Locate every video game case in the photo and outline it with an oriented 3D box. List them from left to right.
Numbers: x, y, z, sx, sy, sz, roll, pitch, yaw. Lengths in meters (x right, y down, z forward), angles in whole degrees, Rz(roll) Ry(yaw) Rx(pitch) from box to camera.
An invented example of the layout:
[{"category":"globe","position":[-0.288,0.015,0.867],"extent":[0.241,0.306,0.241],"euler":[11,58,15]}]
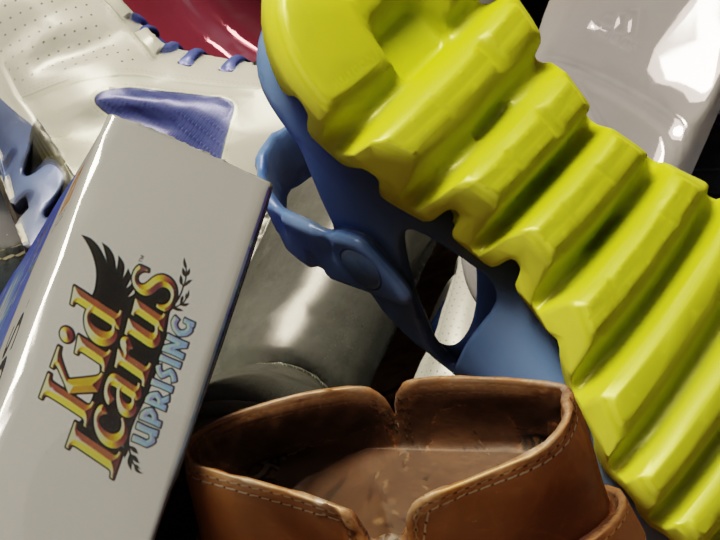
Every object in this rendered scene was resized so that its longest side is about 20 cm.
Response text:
[{"category":"video game case","position":[-0.095,0.084,0.595],"extent":[0.200,0.045,0.182],"euler":[-47,23,60]}]

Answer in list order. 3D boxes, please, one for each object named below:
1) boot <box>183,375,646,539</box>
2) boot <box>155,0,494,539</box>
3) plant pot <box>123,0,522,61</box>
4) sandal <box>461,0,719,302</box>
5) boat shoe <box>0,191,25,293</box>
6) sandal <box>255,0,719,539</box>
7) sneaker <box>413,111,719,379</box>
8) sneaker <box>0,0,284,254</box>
[{"category":"boot","position":[-0.017,0.101,0.580],"extent":[0.199,0.155,0.074],"euler":[-16,36,8]},{"category":"boot","position":[-0.001,-0.002,0.703],"extent":[0.200,0.072,0.182],"euler":[-56,13,-23]},{"category":"plant pot","position":[0.002,-0.162,0.898],"extent":[0.199,0.201,0.179],"euler":[8,30,36]},{"category":"sandal","position":[0.091,-0.067,0.700],"extent":[0.079,0.059,0.208],"euler":[18,75,37]},{"category":"boat shoe","position":[-0.177,-0.016,0.896],"extent":[0.199,0.062,0.075],"euler":[-6,39,21]},{"category":"sandal","position":[0.044,0.004,0.597],"extent":[0.079,0.200,0.087],"euler":[-39,-1,-29]},{"category":"sneaker","position":[0.087,0.045,0.676],"extent":[0.146,0.081,0.201],"euler":[-29,40,7]},{"category":"sneaker","position":[-0.073,-0.054,0.834],"extent":[0.115,0.081,0.200],"euler":[-21,73,-8]}]
